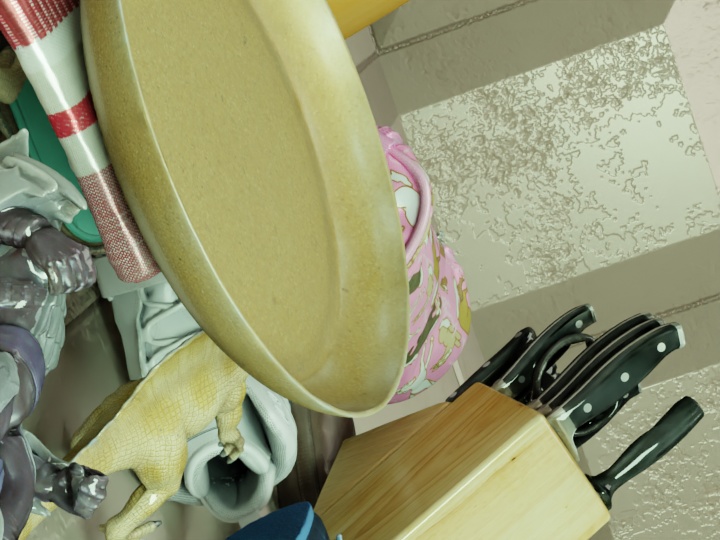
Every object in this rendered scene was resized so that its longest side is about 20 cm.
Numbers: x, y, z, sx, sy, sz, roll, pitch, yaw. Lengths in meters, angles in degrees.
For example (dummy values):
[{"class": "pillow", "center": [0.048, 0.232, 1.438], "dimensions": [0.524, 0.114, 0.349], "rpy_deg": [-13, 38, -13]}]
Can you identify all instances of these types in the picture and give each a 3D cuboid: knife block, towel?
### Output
[{"class": "knife block", "center": [0.063, 0.100, 0.837], "dimensions": [0.064, 0.175, 0.200], "rpy_deg": [55, 32, -19]}, {"class": "towel", "center": [-0.094, -0.110, 0.592], "dimensions": [0.144, 0.023, 0.200], "rpy_deg": [-69, 137, -63]}]

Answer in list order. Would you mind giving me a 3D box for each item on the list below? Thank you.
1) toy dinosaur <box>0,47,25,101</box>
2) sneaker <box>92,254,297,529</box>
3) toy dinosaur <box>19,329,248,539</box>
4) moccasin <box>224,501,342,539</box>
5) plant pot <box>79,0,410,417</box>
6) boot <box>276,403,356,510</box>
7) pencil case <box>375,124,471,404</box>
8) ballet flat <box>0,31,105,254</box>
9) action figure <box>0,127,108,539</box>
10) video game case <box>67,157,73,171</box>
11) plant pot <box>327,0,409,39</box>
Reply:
[{"class": "toy dinosaur", "center": [-0.154, -0.082, 0.574], "dimensions": [0.101, 0.058, 0.200], "rpy_deg": [43, 16, -41]}, {"class": "sneaker", "center": [-0.074, 0.021, 0.822], "dimensions": [0.115, 0.075, 0.200], "rpy_deg": [-102, 174, -59]}, {"class": "toy dinosaur", "center": [-0.077, 0.056, 0.685], "dimensions": [0.058, 0.200, 0.101], "rpy_deg": [44, -36, 12]}, {"class": "moccasin", "center": [-0.045, 0.161, 0.721], "dimensions": [0.068, 0.080, 0.200], "rpy_deg": [55, 24, -13]}, {"class": "plant pot", "center": [-0.037, -0.045, 0.617], "dimensions": [0.200, 0.027, 0.200], "rpy_deg": [53, 27, -42]}, {"class": "boot", "center": [-0.016, 0.112, 0.987], "dimensions": [0.186, 0.064, 0.200], "rpy_deg": [85, -7, -68]}, {"class": "pencil case", "center": [0.000, 0.000, 0.822], "dimensions": [0.200, 0.083, 0.087], "rpy_deg": [59, 25, -73]}, {"class": "ballet flat", "center": [-0.138, -0.100, 0.754], "dimensions": [0.067, 0.068, 0.200], "rpy_deg": [-161, -126, -74]}, {"class": "action figure", "center": [-0.104, 0.041, 0.541], "dimensions": [0.200, 0.069, 0.130], "rpy_deg": [-91, 176, -48]}, {"class": "video game case", "center": [-0.093, -0.113, 0.721], "dimensions": [0.182, 0.023, 0.200], "rpy_deg": [42, 33, -77]}, {"class": "plant pot", "center": [-0.067, -0.171, 0.935], "dimensions": [0.200, 0.183, 0.200], "rpy_deg": [-19, 90, -83]}]
